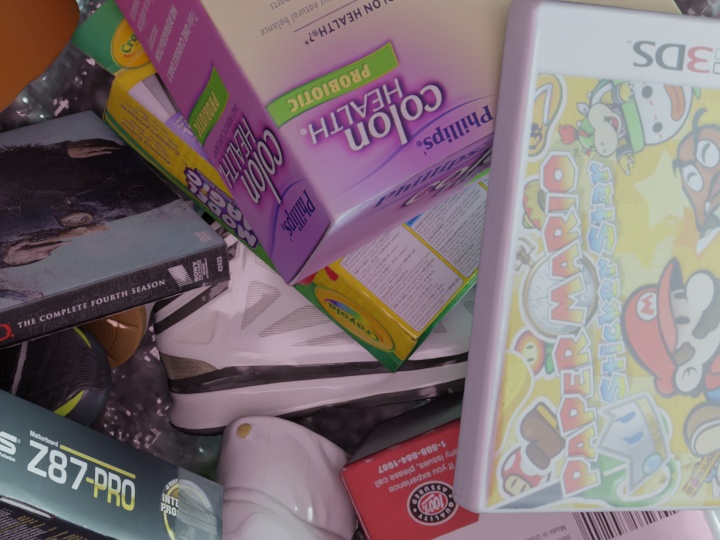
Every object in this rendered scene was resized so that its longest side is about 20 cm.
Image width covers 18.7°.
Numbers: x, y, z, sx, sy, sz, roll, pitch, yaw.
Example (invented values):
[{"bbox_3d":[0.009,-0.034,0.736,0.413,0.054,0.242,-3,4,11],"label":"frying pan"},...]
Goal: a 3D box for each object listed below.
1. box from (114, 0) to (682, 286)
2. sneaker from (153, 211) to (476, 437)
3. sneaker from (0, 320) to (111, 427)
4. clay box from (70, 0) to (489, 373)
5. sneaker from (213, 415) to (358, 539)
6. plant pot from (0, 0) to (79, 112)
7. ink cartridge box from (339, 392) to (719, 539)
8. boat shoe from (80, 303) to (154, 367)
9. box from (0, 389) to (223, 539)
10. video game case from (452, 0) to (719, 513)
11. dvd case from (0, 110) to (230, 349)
[{"bbox_3d":[0.001,-0.128,0.906,0.176,0.097,0.200,-29,82,-19],"label":"box"},{"bbox_3d":[0.000,0.000,0.994,0.200,0.076,0.116,-12,99,-1],"label":"sneaker"},{"bbox_3d":[-0.152,0.076,0.955,0.081,0.200,0.074,21,59,-25],"label":"sneaker"},{"bbox_3d":[-0.021,-0.064,0.964,0.200,0.048,0.115,41,65,6],"label":"clay box"},{"bbox_3d":[-0.011,0.146,1.003,0.073,0.116,0.200,-7,141,22],"label":"sneaker"},{"bbox_3d":[-0.220,-0.143,0.913,0.200,0.200,0.183,-36,114,0],"label":"plant pot"},{"bbox_3d":[0.101,0.143,0.976,0.146,0.083,0.201,-23,95,14],"label":"ink cartridge box"},{"bbox_3d":[-0.183,0.004,0.987,0.199,0.069,0.071,6,120,13],"label":"boat shoe"},{"bbox_3d":[-0.181,0.107,0.889,0.161,0.200,0.049,31,49,-42],"label":"box"},{"bbox_3d":[0.130,-0.002,0.882,0.181,0.023,0.201,2,99,-27],"label":"video game case"},{"bbox_3d":[-0.174,-0.008,0.917,0.199,0.146,0.022,-18,125,-23],"label":"dvd case"}]
